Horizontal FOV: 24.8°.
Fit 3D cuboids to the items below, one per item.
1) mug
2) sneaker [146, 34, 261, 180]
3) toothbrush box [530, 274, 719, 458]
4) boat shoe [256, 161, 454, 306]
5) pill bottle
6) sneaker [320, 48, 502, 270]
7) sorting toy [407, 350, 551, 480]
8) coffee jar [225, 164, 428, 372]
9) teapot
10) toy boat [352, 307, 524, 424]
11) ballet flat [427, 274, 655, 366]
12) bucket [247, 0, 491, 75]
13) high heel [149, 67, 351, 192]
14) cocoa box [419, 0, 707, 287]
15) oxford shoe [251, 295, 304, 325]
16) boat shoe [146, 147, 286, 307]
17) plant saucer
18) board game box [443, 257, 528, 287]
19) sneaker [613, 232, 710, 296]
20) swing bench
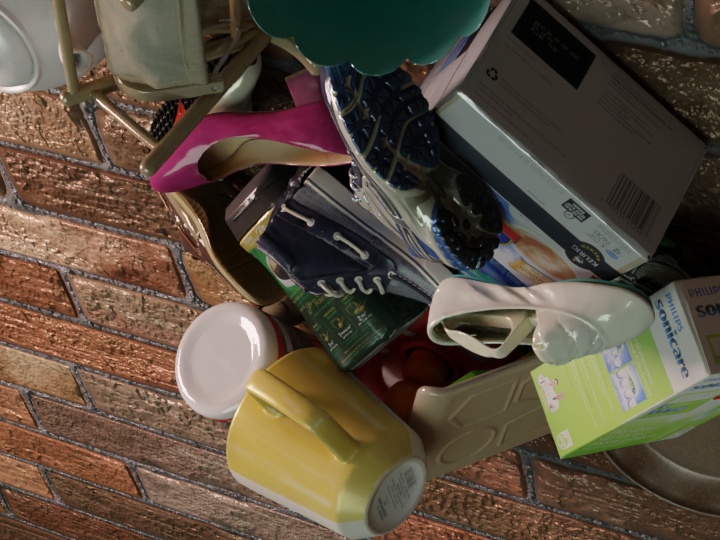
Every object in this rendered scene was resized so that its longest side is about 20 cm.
[{"bbox_3d":[-0.032,0.172,1.506,0.153,0.186,0.150,31,109,34],"label":"mug"},{"bbox_3d":[-0.121,-0.143,1.500,0.093,0.071,0.200,17,145,-25],"label":"sneaker"},{"bbox_3d":[0.263,0.078,1.366,0.200,0.145,0.086,-41,61,49],"label":"toothbrush box"},{"bbox_3d":[0.000,0.000,1.439,0.200,0.093,0.075,38,172,6],"label":"boat shoe"},{"bbox_3d":[-0.084,0.110,1.631,0.116,0.116,0.200,6,167,32],"label":"pill bottle"},{"bbox_3d":[0.019,-0.076,1.218,0.085,0.077,0.200,-1,132,49],"label":"sneaker"},{"bbox_3d":[0.135,0.128,1.564,0.185,0.199,0.037,101,150,-56],"label":"sorting toy"},{"bbox_3d":[-0.034,-0.011,1.521,0.200,0.085,0.104,51,133,3],"label":"coffee jar"},{"bbox_3d":[-0.320,-0.229,1.459,0.197,0.146,0.200,37,147,-7],"label":"teapot"},{"bbox_3d":[0.061,0.104,1.598,0.130,0.131,0.200,38,146,-10],"label":"toy boat"},{"bbox_3d":[0.136,0.045,1.285,0.200,0.070,0.070,4,138,39],"label":"ballet flat"},{"bbox_3d":[0.008,-0.255,1.132,0.206,0.135,0.208,6,129,8],"label":"bucket"},{"bbox_3d":[-0.095,-0.096,1.422,0.200,0.096,0.067,-30,151,20],"label":"high heel"},{"bbox_3d":[0.140,-0.093,1.279,0.200,0.134,0.131,40,147,-11],"label":"cocoa box"},{"bbox_3d":[-0.072,0.038,1.675,0.075,0.071,0.200,22,145,10],"label":"oxford shoe"},{"bbox_3d":[-0.142,-0.042,1.597,0.200,0.072,0.072,50,153,8],"label":"boat shoe"},{"bbox_3d":[0.319,0.160,1.552,0.200,0.037,0.201,21,146,15],"label":"plant saucer"},{"bbox_3d":[0.088,-0.023,1.422,0.152,0.045,0.200,39,171,-13],"label":"board game box"},{"bbox_3d":[0.223,0.029,1.415,0.078,0.085,0.200,40,145,-12],"label":"sneaker"},{"bbox_3d":[-0.137,-0.218,1.304,0.130,0.200,0.199,40,151,26],"label":"swing bench"}]
